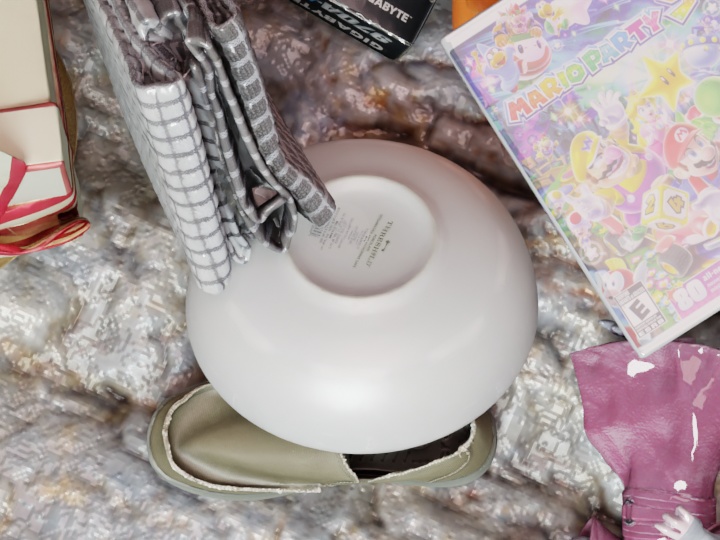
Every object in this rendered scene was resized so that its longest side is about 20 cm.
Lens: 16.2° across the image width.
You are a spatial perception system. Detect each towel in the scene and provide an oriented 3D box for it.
[{"bbox_3d":[-0.091,-0.113,1.373,0.085,0.166,0.200,-22,43,-6],"label":"towel"}]

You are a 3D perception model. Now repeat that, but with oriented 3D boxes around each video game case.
[{"bbox_3d":[0.154,-0.076,1.337,0.143,0.018,0.201,-32,85,2],"label":"video game case"}]

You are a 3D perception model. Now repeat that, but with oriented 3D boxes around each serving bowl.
[{"bbox_3d":[0.000,0.000,1.404,0.199,0.066,0.201,-1,54,1],"label":"serving bowl"}]

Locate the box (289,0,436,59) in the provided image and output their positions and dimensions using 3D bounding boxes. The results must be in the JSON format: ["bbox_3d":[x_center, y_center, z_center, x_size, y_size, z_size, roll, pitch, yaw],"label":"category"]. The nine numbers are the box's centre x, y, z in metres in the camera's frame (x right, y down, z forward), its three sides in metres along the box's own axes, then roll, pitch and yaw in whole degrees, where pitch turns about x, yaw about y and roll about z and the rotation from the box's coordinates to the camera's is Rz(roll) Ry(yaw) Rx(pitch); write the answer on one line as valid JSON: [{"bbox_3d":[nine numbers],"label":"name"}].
[{"bbox_3d":[-0.024,-0.241,1.483,0.199,0.046,0.160,29,78,-8],"label":"box"}]

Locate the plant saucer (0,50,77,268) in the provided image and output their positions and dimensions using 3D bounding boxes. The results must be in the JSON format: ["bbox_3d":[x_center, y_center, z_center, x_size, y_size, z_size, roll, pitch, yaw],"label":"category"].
[{"bbox_3d":[-0.265,-0.085,1.466,0.199,0.035,0.201,1,78,-2],"label":"plant saucer"}]

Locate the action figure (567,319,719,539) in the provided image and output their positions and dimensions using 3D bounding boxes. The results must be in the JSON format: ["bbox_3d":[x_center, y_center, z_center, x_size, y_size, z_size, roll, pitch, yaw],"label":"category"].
[{"bbox_3d":[0.170,0.130,1.419,0.148,0.134,0.201,3,91,-46],"label":"action figure"}]

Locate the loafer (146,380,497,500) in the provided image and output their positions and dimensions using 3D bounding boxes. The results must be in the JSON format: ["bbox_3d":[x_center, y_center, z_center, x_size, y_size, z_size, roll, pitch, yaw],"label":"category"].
[{"bbox_3d":[-0.021,0.087,1.418,0.199,0.070,0.076,-3,78,-3],"label":"loafer"}]

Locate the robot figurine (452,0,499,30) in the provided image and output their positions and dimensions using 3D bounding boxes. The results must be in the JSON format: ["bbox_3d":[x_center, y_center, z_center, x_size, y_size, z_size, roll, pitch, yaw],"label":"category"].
[{"bbox_3d":[0.109,-0.190,1.438,0.143,0.117,0.201,-8,107,-25],"label":"robot figurine"}]

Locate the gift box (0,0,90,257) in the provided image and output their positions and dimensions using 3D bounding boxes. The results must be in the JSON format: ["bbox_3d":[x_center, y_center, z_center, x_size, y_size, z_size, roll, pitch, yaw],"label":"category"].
[{"bbox_3d":[-0.248,-0.092,1.353,0.183,0.200,0.188,-9,79,1],"label":"gift box"}]
